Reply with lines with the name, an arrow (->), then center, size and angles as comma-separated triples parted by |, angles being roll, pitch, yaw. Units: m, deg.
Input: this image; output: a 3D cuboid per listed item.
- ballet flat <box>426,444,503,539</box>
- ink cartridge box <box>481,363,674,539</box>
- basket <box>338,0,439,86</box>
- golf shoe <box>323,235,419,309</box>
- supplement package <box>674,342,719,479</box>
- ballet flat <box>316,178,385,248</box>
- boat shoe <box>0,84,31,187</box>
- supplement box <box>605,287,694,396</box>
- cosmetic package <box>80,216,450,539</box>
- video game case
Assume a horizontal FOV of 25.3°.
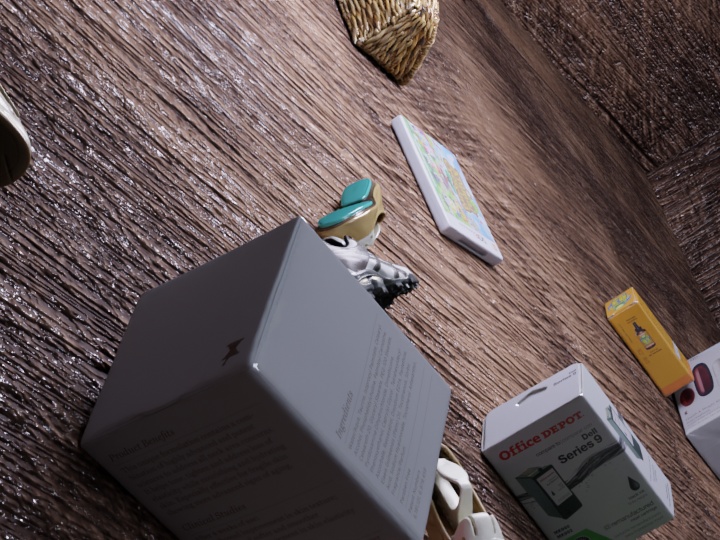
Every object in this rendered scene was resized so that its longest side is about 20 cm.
ballet flat -> 0.095, 0.239, 1.512 | 0.068, 0.063, 0.200 | -3, 34, -25
ink cartridge box -> 0.254, 0.232, 1.888 | 0.200, 0.146, 0.084 | 52, 20, -16
basket -> 0.056, -0.415, 2.446 | 0.149, 0.142, 0.201 | 34, 29, -50
golf shoe -> 0.000, 0.000, 1.717 | 0.095, 0.078, 0.200 | 55, 12, 11
supplement package -> 0.698, 0.245, 2.963 | 0.147, 0.191, 0.200 | 50, 19, -25
ballet flat -> -0.001, -0.054, 1.827 | 0.200, 0.068, 0.063 | -57, 127, -69
boat shoe -> -0.312, -0.148, 1.157 | 0.200, 0.072, 0.065 | 51, 10, -28
supplement box -> 0.522, 0.129, 2.898 | 0.200, 0.066, 0.069 | 51, 19, -21
cosmetic package -> -0.062, 0.107, 1.176 | 0.200, 0.167, 0.167 | 49, 34, -26
video game case -> 0.127, -0.115, 2.331 | 0.182, 0.022, 0.201 | 29, 34, -57
